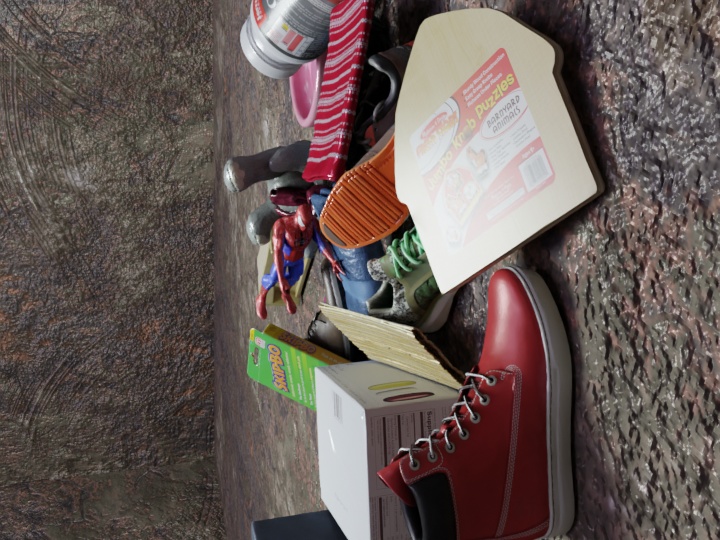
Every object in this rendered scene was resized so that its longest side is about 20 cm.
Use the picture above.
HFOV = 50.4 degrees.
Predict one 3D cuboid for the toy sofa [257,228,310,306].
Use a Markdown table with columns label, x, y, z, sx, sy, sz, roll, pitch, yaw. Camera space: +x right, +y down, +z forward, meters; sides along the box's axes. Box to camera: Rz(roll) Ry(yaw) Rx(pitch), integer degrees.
| label | x | y | z | sx | sy | sz | roll | pitch | yaw |
| --- | --- | --- | --- | --- | --- | --- | --- | --- | --- |
| toy sofa | -0.136 | -0.024 | 1.380 | 0.201 | 0.080 | 0.100 | 113 | 154 | -56 |

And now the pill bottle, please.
| label | x | y | z | sx | sy | sz | roll | pitch | yaw |
| --- | --- | --- | --- | --- | --- | --- | --- | --- | --- |
| pill bottle | -0.071 | -0.335 | 0.960 | 0.199 | 0.113 | 0.119 | -33 | 60 | 51 |

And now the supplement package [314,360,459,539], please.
| label | x | y | z | sx | sy | sz | roll | pitch | yaw |
| --- | --- | --- | --- | --- | --- | --- | --- | --- | --- |
| supplement package | 0.028 | 0.191 | 0.807 | 0.199 | 0.108 | 0.161 | -166 | 73 | -72 |

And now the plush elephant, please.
| label | x | y | z | sx | sy | sz | roll | pitch | yaw |
| --- | --- | --- | --- | --- | --- | --- | --- | --- | --- |
| plush elephant | -0.054 | -0.083 | 0.996 | 0.156 | 0.197 | 0.166 | 50 | 160 | 27 |

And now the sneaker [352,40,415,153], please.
| label | x | y | z | sx | sy | sz | roll | pitch | yaw |
| --- | --- | --- | --- | --- | --- | --- | --- | --- | --- |
| sneaker | 0.021 | -0.138 | 0.803 | 0.077 | 0.080 | 0.205 | 42 | 134 | 46 |

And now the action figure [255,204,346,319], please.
| label | x | y | z | sx | sy | sz | roll | pitch | yaw |
| --- | --- | --- | --- | --- | --- | --- | --- | --- | --- |
| action figure | -0.076 | 0.010 | 0.912 | 0.100 | 0.064 | 0.202 | 64 | 152 | 31 |

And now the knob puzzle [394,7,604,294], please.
| label | x | y | z | sx | sy | sz | roll | pitch | yaw |
| --- | --- | --- | --- | --- | --- | --- | --- | --- | --- |
| knob puzzle | 0.092 | -0.110 | 0.598 | 0.217 | 0.030 | 0.226 | 12 | 105 | 53 |

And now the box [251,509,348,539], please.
| label | x | y | z | sx | sy | sz | roll | pitch | yaw |
| --- | --- | --- | --- | --- | --- | --- | --- | --- | --- |
| box | -0.018 | 0.381 | 0.848 | 0.117 | 0.195 | 0.202 | -135 | 43 | -65 |

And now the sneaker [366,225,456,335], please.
| label | x | y | z | sx | sy | sz | roll | pitch | yaw |
| --- | --- | --- | --- | --- | --- | --- | --- | --- | --- |
| sneaker | 0.053 | -0.007 | 0.726 | 0.203 | 0.086 | 0.078 | 105 | 156 | -45 |

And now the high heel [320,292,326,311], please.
| label | x | y | z | sx | sy | sz | roll | pitch | yaw |
| --- | --- | --- | --- | --- | --- | --- | --- | --- | --- |
| high heel | -0.040 | 0.088 | 1.104 | 0.096 | 0.066 | 0.204 | 46 | 150 | 52 |

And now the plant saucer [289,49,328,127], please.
| label | x | y | z | sx | sy | sz | roll | pitch | yaw |
| --- | --- | --- | --- | --- | --- | --- | --- | --- | --- |
| plant saucer | -0.065 | -0.318 | 1.139 | 0.200 | 0.049 | 0.207 | 176 | 90 | -73 |

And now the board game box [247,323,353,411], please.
| label | x | y | z | sx | sy | sz | roll | pitch | yaw |
| --- | --- | --- | --- | --- | --- | --- | --- | --- | --- |
| board game box | -0.057 | 0.141 | 0.990 | 0.030 | 0.196 | 0.097 | -56 | -16 | -47 |

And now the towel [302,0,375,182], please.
| label | x | y | z | sx | sy | sz | roll | pitch | yaw |
| --- | --- | --- | --- | --- | --- | --- | --- | --- | --- |
| towel | -0.024 | -0.194 | 0.817 | 0.144 | 0.022 | 0.206 | -154 | 73 | -73 |

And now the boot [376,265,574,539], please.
| label | x | y | z | sx | sy | sz | roll | pitch | yaw |
| --- | --- | --- | --- | --- | --- | --- | --- | --- | --- |
| boot | 0.079 | 0.100 | 0.564 | 0.072 | 0.140 | 0.206 | 161 | 107 | -74 |

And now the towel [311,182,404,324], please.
| label | x | y | z | sx | sy | sz | roll | pitch | yaw |
| --- | --- | --- | --- | --- | --- | --- | --- | --- | --- |
| towel | 0.000 | 0.000 | 0.889 | 0.111 | 0.047 | 0.205 | -150 | 42 | -69 |

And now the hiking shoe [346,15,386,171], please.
| label | x | y | z | sx | sy | sz | roll | pitch | yaw |
| --- | --- | --- | --- | --- | --- | --- | --- | --- | --- |
| hiking shoe | 0.002 | -0.200 | 0.919 | 0.087 | 0.072 | 0.206 | 126 | 148 | -76 |

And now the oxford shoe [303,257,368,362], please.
| label | x | y | z | sx | sy | sz | roll | pitch | yaw |
| --- | --- | --- | --- | --- | --- | --- | --- | --- | --- |
| oxford shoe | -0.039 | 0.075 | 0.995 | 0.073 | 0.082 | 0.205 | -57 | -35 | -65 |

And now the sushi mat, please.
| label | x | y | z | sx | sy | sz | roll | pitch | yaw |
| --- | --- | --- | --- | --- | --- | --- | --- | --- | --- |
| sushi mat | 0.030 | 0.075 | 0.783 | 0.012 | 0.096 | 0.199 | -52 | 25 | -15 |

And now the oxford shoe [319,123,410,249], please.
| label | x | y | z | sx | sy | sz | roll | pitch | yaw |
| --- | --- | --- | --- | --- | --- | --- | --- | --- | --- |
| oxford shoe | 0.035 | -0.095 | 0.729 | 0.199 | 0.071 | 0.073 | -42 | 11 | 34 |
